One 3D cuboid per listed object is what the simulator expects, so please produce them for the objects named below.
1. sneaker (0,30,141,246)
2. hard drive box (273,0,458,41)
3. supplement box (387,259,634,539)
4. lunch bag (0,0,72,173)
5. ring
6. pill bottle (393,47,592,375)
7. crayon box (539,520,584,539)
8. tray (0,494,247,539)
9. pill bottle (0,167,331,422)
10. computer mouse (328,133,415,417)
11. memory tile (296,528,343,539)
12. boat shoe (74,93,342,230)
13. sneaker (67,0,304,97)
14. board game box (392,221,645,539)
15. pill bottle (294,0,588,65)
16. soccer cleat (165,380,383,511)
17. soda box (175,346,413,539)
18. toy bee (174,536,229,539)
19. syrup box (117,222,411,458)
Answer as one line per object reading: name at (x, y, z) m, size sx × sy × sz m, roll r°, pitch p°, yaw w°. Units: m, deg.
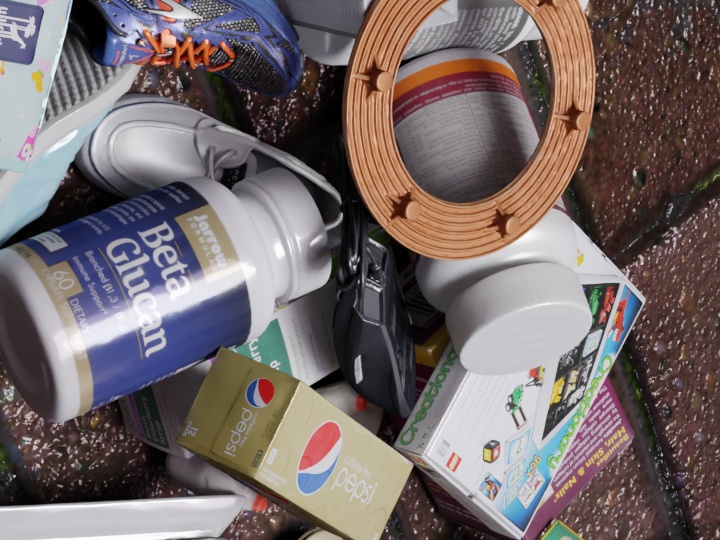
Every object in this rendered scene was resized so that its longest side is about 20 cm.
sneaker at (-0.207, -0.077, 1.415) m, size 0.200 × 0.074 × 0.082 m, roll -45°, pitch 157°, yaw -27°
hard drive box at (-0.034, -0.236, 1.411) m, size 0.077 × 0.200 × 0.156 m, roll -17°, pitch 113°, yaw -36°
supplement box at (0.095, 0.080, 1.668) m, size 0.131 × 0.103 × 0.200 m, roll -42°, pitch 124°, yaw -25°
lunch bag at (-0.257, -0.150, 1.289) m, size 0.200 × 0.122 × 0.171 m, roll 12°, pitch 95°, yaw -26°
ring at (0.072, -0.104, 1.389) m, size 0.200 × 0.019 × 0.201 m, roll -12°, pitch 109°, yaw -37°
pill bottle at (0.079, -0.038, 1.510) m, size 0.109 × 0.200 × 0.110 m, roll -14°, pitch 152°, yaw -8°
crayon box at (0.098, 0.297, 1.700) m, size 0.200 × 0.058 × 0.173 m, roll -48°, pitch 167°, yaw -17°
tray at (-0.177, 0.182, 1.471) m, size 0.200 × 0.022 × 0.107 m, roll 0°, pitch 145°, yaw -32°
pill bottle at (-0.122, 0.007, 1.412) m, size 0.200 × 0.111 × 0.111 m, roll -23°, pitch 116°, yaw -24°
computer mouse at (0.000, 0.000, 1.493) m, size 0.200 × 0.046 × 0.141 m, roll 71°, pitch 17°, yaw -56°
memory tile at (-0.084, 0.273, 1.600) m, size 0.200 × 0.017 × 0.154 m, roll -16°, pitch 111°, yaw -36°
boat shoe at (-0.093, -0.067, 1.498) m, size 0.200 × 0.065 × 0.074 m, roll 10°, pitch 97°, yaw -40°
sneaker at (-0.129, -0.149, 1.392) m, size 0.200 × 0.075 × 0.079 m, roll 23°, pitch 58°, yaw -6°
board game box at (0.113, 0.069, 1.584) m, size 0.126 × 0.035 × 0.200 m, roll 43°, pitch 70°, yaw -40°
pill bottle at (0.052, -0.200, 1.548) m, size 0.200 × 0.114 × 0.114 m, roll -7°, pitch 107°, yaw -38°
soccer cleat at (-0.053, 0.113, 1.585) m, size 0.200 × 0.077 × 0.069 m, roll -20°, pitch 122°, yaw -55°
soda box at (-0.038, 0.117, 1.460) m, size 0.068 × 0.064 × 0.200 m, roll -64°, pitch 151°, yaw -9°
toy bee at (-0.062, 0.256, 1.526) m, size 0.200 × 0.131 × 0.109 m, roll 11°, pitch 57°, yaw -36°
syrup box at (-0.070, 0.040, 1.537) m, size 0.200 × 0.081 × 0.079 m, roll -30°, pitch 119°, yaw -31°
